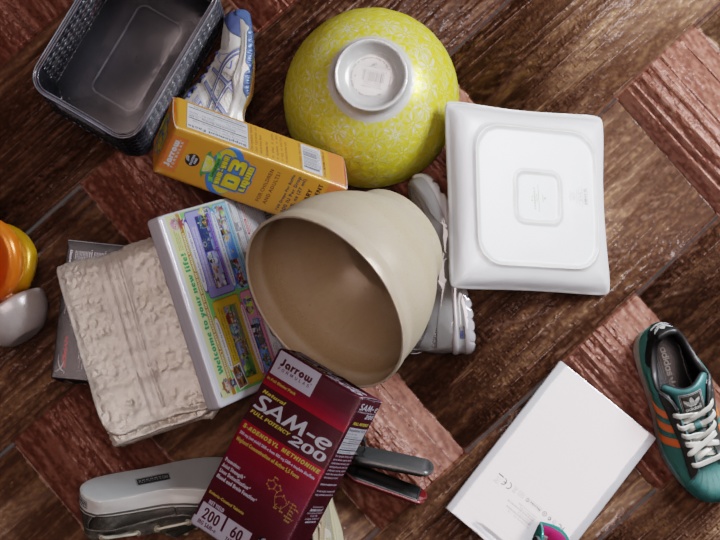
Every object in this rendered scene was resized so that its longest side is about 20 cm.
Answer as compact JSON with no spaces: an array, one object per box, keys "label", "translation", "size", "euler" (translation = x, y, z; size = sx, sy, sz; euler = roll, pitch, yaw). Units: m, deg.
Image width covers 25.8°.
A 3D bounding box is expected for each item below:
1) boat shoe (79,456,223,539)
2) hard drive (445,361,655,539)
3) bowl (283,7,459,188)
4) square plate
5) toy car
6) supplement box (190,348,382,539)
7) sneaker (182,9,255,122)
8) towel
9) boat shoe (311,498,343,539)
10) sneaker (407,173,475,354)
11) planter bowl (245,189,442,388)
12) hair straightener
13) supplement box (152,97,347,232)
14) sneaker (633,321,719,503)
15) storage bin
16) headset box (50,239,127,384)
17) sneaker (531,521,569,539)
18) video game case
[{"label":"boat shoe","translation":[-0.197,0.246,1.667],"size":[0.198,0.071,0.064],"euler":[-5,115,-8]},{"label":"hard drive","translation":[0.203,0.217,1.682],"size":[0.132,0.027,0.200],"euler":[38,85,6]},{"label":"bowl","translation":[0.012,-0.198,1.700],"size":[0.198,0.108,0.202],"euler":[0,83,0]},{"label":"square plate","translation":[0.184,-0.078,1.684],"size":[0.196,0.028,0.202],"euler":[3,80,-23]},{"label":"toy car","translation":[-0.438,0.017,1.652],"size":[0.199,0.150,0.176],"euler":[-33,84,-4]},{"label":"supplement box","translation":[-0.075,0.193,1.583],"size":[0.108,0.061,0.201],"euler":[28,92,22]},{"label":"sneaker","translation":[-0.161,-0.190,1.717],"size":[0.087,0.075,0.202],"euler":[5,82,2]},{"label":"towel","translation":[-0.226,0.071,1.626],"size":[0.131,0.034,0.202],"euler":[-17,82,-3]},{"label":"boat shoe","translation":[-0.070,0.226,1.642],"size":[0.072,0.065,0.202],"euler":[-11,95,26]},{"label":"sneaker","translation":[0.070,-0.005,1.688],"size":[0.081,0.075,0.202],"euler":[-10,82,-2]},{"label":"planter bowl","translation":[0.000,0.000,1.604],"size":[0.200,0.200,0.135],"euler":[45,51,6]},{"label":"hair straightener","translation":[-0.015,0.182,1.677],"size":[0.198,0.041,0.078],"euler":[20,111,10]},{"label":"supplement box","translation":[-0.116,-0.110,1.647],"size":[0.198,0.069,0.067],"euler":[19,122,-16]},{"label":"sneaker","translation":[0.344,0.151,1.661],"size":[0.071,0.080,0.202],"euler":[-22,83,-3]},{"label":"storage bin","translation":[-0.250,-0.244,1.716],"size":[0.134,0.094,0.201],"euler":[30,83,5]},{"label":"headset box","translation":[-0.219,0.054,1.683],"size":[0.198,0.077,0.150],"euler":[5,82,0]},{"label":"sneaker","translation":[0.170,0.318,1.616],"size":[0.198,0.083,0.122],"euler":[3,80,30]},{"label":"video game case","translation":[-0.126,0.025,1.635],"size":[0.022,0.182,0.202],"euler":[-16,92,37]}]
